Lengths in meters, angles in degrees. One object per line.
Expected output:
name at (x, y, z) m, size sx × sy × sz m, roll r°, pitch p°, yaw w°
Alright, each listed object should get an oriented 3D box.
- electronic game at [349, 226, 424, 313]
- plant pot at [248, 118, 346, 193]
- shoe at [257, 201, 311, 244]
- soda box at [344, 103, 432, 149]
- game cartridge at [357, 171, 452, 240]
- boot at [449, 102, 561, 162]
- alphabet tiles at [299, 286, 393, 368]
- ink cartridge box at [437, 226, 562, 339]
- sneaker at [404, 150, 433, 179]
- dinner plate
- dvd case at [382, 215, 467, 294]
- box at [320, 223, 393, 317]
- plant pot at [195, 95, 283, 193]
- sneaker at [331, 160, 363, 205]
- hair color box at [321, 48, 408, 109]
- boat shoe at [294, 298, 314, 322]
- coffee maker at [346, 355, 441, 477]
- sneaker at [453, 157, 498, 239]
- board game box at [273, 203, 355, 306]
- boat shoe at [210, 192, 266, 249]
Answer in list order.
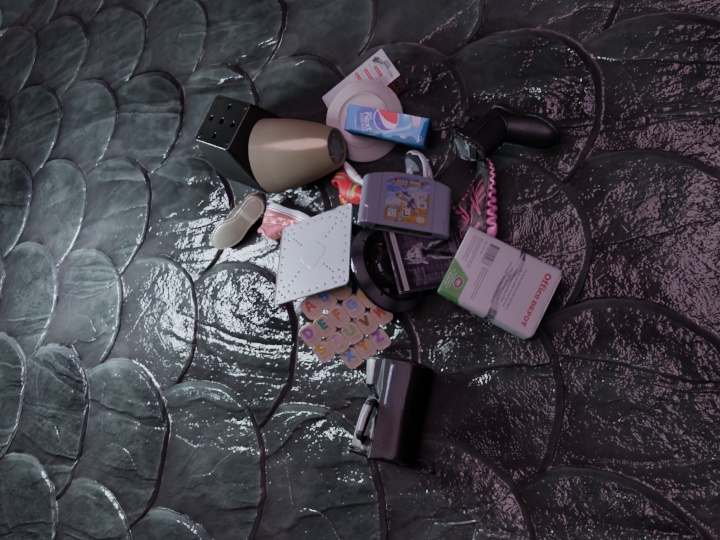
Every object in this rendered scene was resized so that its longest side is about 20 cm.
electronic game at (0.060, -0.004, 1.244) m, size 0.041 × 0.198 × 0.202 m, roll -33°, pitch 57°, yaw 46°
plant pot at (-0.142, -0.293, 1.442) m, size 0.198 × 0.187 × 0.190 m, roll -1°, pitch 72°, yaw 27°
shoe at (-0.176, -0.104, 1.467) m, size 0.199 × 0.071 × 0.092 m, roll 22°, pitch 85°, yaw 37°
soda box at (0.067, -0.342, 1.383) m, size 0.197 × 0.068 × 0.065 m, roll 13°, pitch 97°, yaw 12°
game cartridge at (0.097, -0.143, 1.245) m, size 0.197 × 0.042 × 0.135 m, roll 9°, pitch 72°, yaw -4°
boot at (0.302, -0.284, 1.243) m, size 0.162 × 0.074 × 0.198 m, roll -35°, pitch 49°, yaw -23°
alphabet tiles at (-0.032, 0.118, 1.268) m, size 0.199 × 0.015 × 0.196 m, roll -34°, pitch 104°, yaw 13°
ink cartridge box at (0.272, 0.027, 1.147) m, size 0.198 × 0.083 × 0.148 m, roll 28°, pitch 86°, yaw 12°
sneaker at (0.109, -0.183, 1.317) m, size 0.112 × 0.076 × 0.202 m, roll -10°, pitch 67°, yaw -14°
dinner plate at (0.008, -0.372, 1.441) m, size 0.197 × 0.024 × 0.203 m, roll 1°, pitch 93°, yaw 13°
dvd case at (0.159, -0.036, 1.237) m, size 0.197 × 0.016 × 0.150 m, roll -9°, pitch 68°, yaw -13°
box at (0.000, 0.000, 1.311) m, size 0.157 × 0.046 × 0.203 m, roll 10°, pitch 75°, yaw -2°
plant pot at (-0.318, -0.357, 1.563) m, size 0.198 × 0.177 × 0.202 m, roll 23°, pitch 83°, yaw 31°
sneaker at (-0.007, -0.180, 1.410) m, size 0.085 × 0.077 × 0.201 m, roll -46°, pitch 48°, yaw 11°
hair color box at (0.011, -0.458, 1.496) m, size 0.199 × 0.064 × 0.112 m, roll -36°, pitch 61°, yaw 14°
boat shoe at (-0.070, 0.040, 1.370) m, size 0.057 × 0.069 × 0.200 m, roll 44°, pitch 87°, yaw -4°
coffee maker at (0.086, 0.286, 1.175) m, size 0.190 × 0.135 × 0.203 m, roll 12°, pitch 78°, yaw 6°
sneaker at (0.248, -0.152, 1.252) m, size 0.094 × 0.079 × 0.203 m, roll -2°, pitch 70°, yaw 16°
board game box at (-0.098, -0.031, 1.276) m, size 0.198 × 0.026 × 0.202 m, roll -17°, pitch 55°, yaw 29°
boat shoe at (-0.324, -0.133, 1.556) m, size 0.200 × 0.072 × 0.060 m, roll -42°, pitch 17°, yaw 23°
